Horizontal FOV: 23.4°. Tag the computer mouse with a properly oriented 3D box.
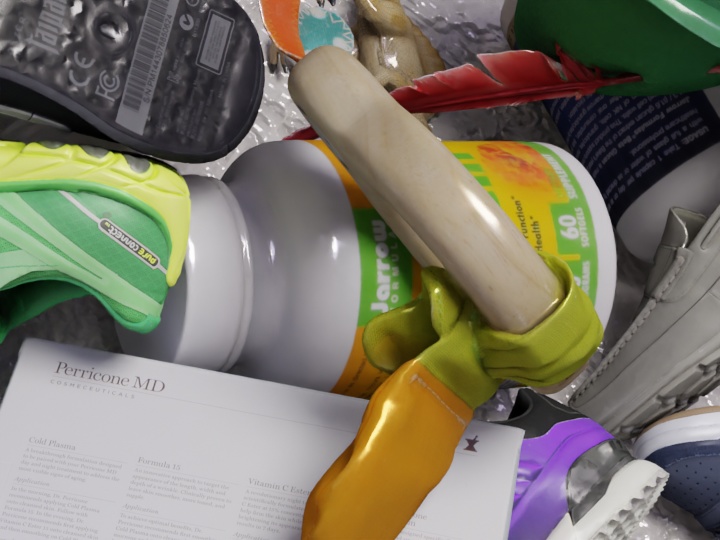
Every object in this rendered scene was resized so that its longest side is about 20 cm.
[{"bbox_3d":[-0.122,-0.121,0.625,0.199,0.046,0.141,15,78,-32],"label":"computer mouse"}]

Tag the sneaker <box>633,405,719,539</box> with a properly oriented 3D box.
[{"bbox_3d":[0.216,0.139,0.807,0.199,0.070,0.109,22,51,-20],"label":"sneaker"}]

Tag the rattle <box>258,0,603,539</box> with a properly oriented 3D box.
[{"bbox_3d":[-0.016,-0.010,0.646,0.200,0.143,0.130,47,14,10],"label":"rattle"}]

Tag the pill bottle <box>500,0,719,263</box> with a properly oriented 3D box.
[{"bbox_3d":[0.162,-0.073,0.884,0.111,0.111,0.201,-15,69,-35],"label":"pill bottle"}]

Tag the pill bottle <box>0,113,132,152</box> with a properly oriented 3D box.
[{"bbox_3d":[-0.143,-0.138,0.716,0.114,0.114,0.201,-37,100,-40],"label":"pill bottle"}]

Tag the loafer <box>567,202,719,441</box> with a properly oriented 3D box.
[{"bbox_3d":[0.163,0.001,0.796,0.070,0.200,0.070,51,20,22],"label":"loafer"}]

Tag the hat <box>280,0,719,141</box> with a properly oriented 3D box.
[{"bbox_3d":[0.102,-0.091,0.819,0.200,0.176,0.166,34,32,0],"label":"hat"}]

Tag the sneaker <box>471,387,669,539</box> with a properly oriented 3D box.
[{"bbox_3d":[0.031,0.115,0.726,0.200,0.070,0.099,-32,65,-34],"label":"sneaker"}]

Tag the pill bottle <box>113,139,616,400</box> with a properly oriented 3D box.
[{"bbox_3d":[0.000,0.000,0.746,0.199,0.111,0.111,-2,62,-30],"label":"pill bottle"}]

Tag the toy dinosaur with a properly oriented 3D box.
[{"bbox_3d":[0.008,-0.118,0.873,0.101,0.058,0.201,5,66,-44],"label":"toy dinosaur"}]

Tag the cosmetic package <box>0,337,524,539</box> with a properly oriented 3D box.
[{"bbox_3d":[-0.049,0.114,0.640,0.199,0.052,0.151,11,55,5],"label":"cosmetic package"}]

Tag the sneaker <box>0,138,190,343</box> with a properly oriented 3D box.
[{"bbox_3d":[-0.164,-0.007,0.649,0.199,0.074,0.084,2,87,8],"label":"sneaker"}]
